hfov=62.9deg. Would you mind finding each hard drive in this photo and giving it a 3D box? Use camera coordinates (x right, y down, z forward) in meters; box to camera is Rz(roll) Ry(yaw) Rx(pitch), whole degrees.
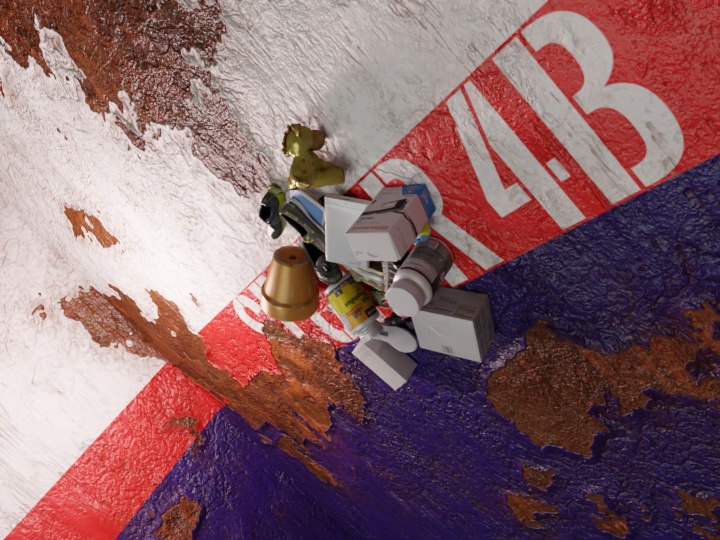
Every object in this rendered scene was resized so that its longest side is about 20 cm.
[{"bbox_3d":[-0.037,-0.108,1.645,0.129,0.027,0.204,12,125,16],"label":"hard drive"}]

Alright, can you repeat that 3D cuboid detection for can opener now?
[{"bbox_3d":[0.113,0.147,1.781,0.080,0.062,0.199,69,160,-2],"label":"can opener"}]

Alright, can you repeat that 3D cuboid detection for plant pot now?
[{"bbox_3d":[-0.225,0.031,1.913,0.197,0.200,0.187,23,126,21],"label":"plant pot"}]

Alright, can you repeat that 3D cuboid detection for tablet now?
[{"bbox_3d":[-0.159,-0.166,1.745,0.129,0.014,0.201,36,156,10],"label":"tablet"}]

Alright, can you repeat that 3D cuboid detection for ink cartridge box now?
[{"bbox_3d":[0.075,-0.119,1.459,0.142,0.201,0.085,1,131,40],"label":"ink cartridge box"}]

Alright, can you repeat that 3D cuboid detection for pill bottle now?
[{"bbox_3d":[-0.015,0.116,1.786,0.202,0.108,0.109,55,144,3],"label":"pill bottle"},{"bbox_3d":[0.154,0.017,1.531,0.112,0.201,0.115,23,142,20],"label":"pill bottle"}]

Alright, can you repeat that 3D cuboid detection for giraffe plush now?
[{"bbox_3d":[-0.143,-0.297,1.527,0.170,0.197,0.167,1,101,45],"label":"giraffe plush"}]

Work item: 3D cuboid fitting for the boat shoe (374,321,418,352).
[{"bbox_3d":[0.109,0.208,1.886,0.196,0.065,0.074,11,100,37],"label":"boat shoe"}]

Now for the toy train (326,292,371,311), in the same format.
[{"bbox_3d":[-0.027,0.128,1.881,0.197,0.055,0.153,30,111,17],"label":"toy train"}]

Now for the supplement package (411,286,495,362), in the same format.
[{"bbox_3d":[0.259,0.145,1.648,0.196,0.111,0.158,10,135,35],"label":"supplement package"}]

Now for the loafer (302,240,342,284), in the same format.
[{"bbox_3d":[-0.123,-0.028,1.782,0.200,0.072,0.063,45,174,47],"label":"loafer"}]

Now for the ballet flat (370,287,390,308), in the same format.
[{"bbox_3d":[0.100,0.072,1.745,0.198,0.067,0.077,-21,74,52],"label":"ballet flat"}]

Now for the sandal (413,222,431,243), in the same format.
[{"bbox_3d":[0.114,-0.095,1.564,0.197,0.080,0.088,6,137,49],"label":"sandal"}]

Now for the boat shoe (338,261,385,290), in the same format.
[{"bbox_3d":[0.000,0.000,1.740,0.197,0.074,0.070,25,121,31],"label":"boat shoe"}]

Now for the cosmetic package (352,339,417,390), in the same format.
[{"bbox_3d":[0.081,0.299,1.993,0.199,0.085,0.108,40,145,-1],"label":"cosmetic package"}]

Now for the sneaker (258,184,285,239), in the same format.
[{"bbox_3d":[-0.282,-0.168,1.829,0.073,0.081,0.203,25,142,19],"label":"sneaker"}]

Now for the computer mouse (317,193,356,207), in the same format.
[{"bbox_3d":[-0.044,-0.122,1.689,0.136,0.053,0.203,3,130,38],"label":"computer mouse"}]

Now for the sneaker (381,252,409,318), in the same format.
[{"bbox_3d":[0.114,0.027,1.621,0.073,0.205,0.087,14,146,-39],"label":"sneaker"}]

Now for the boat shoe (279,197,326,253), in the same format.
[{"bbox_3d":[-0.156,-0.118,1.731,0.202,0.061,0.072,49,155,-18],"label":"boat shoe"}]
